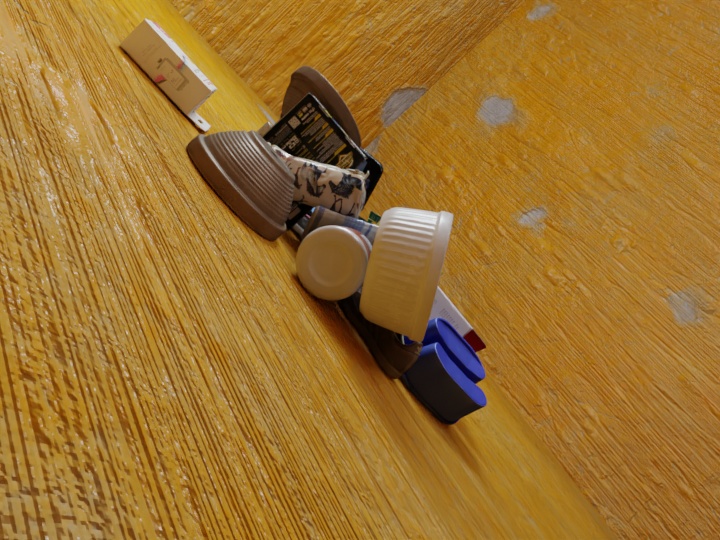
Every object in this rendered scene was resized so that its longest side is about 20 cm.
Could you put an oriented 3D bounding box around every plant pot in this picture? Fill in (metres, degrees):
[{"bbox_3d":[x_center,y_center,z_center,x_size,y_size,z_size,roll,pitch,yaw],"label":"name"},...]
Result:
[{"bbox_3d":[-0.095,-0.297,1.263,0.201,0.092,0.201,48,-11,13],"label":"plant pot"},{"bbox_3d":[-0.168,-0.152,0.988,0.201,0.093,0.201,49,5,-6],"label":"plant pot"}]

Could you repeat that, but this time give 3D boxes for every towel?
[{"bbox_3d":[-0.005,-0.057,1.149,0.198,0.024,0.147,16,-25,-9],"label":"towel"}]

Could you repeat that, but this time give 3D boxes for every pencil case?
[{"bbox_3d":[-0.084,-0.160,1.106,0.198,0.090,0.078,17,14,-1],"label":"pencil case"}]

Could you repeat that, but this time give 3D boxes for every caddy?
[{"bbox_3d":[0.138,0.181,1.119,0.200,0.104,0.142,47,29,-24],"label":"caddy"}]

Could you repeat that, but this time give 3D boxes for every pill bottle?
[{"bbox_3d":[-0.034,-0.015,1.022,0.112,0.112,0.200,49,6,1],"label":"pill bottle"}]

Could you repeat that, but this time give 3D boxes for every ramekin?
[{"bbox_3d":[0.067,-0.001,0.957,0.104,0.202,0.200,14,5,4],"label":"ramekin"}]

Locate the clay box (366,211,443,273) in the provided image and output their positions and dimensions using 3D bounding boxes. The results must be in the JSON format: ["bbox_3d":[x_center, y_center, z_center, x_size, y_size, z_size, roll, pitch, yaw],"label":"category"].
[{"bbox_3d":[0.079,-0.034,1.350,0.200,0.048,0.115,41,-15,6],"label":"clay box"}]

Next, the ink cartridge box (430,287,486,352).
[{"bbox_3d":[0.153,0.129,1.312,0.176,0.084,0.200,50,-14,7],"label":"ink cartridge box"}]

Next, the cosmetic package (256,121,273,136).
[{"bbox_3d":[-0.178,-0.232,1.352,0.074,0.101,0.200,52,8,16],"label":"cosmetic package"}]

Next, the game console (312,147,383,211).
[{"bbox_3d":[-0.075,-0.222,1.447,0.118,0.173,0.200,2,35,-50],"label":"game console"}]

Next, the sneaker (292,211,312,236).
[{"bbox_3d":[-0.114,-0.141,1.266,0.071,0.099,0.201,44,9,-49],"label":"sneaker"}]

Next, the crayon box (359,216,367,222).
[{"bbox_3d":[-0.062,-0.132,1.525,0.199,0.052,0.126,31,-1,22],"label":"crayon box"}]

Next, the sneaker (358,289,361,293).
[{"bbox_3d":[0.043,0.064,1.204,0.200,0.087,0.075,48,4,-26],"label":"sneaker"}]

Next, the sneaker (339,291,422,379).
[{"bbox_3d":[0.036,0.089,1.056,0.070,0.075,0.201,41,11,-52],"label":"sneaker"}]

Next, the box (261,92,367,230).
[{"bbox_3d":[-0.112,-0.200,1.165,0.160,0.200,0.049,47,8,-7],"label":"box"}]

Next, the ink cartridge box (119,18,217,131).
[{"bbox_3d":[-0.330,-0.353,1.148,0.200,0.067,0.117,47,7,-19],"label":"ink cartridge box"}]
